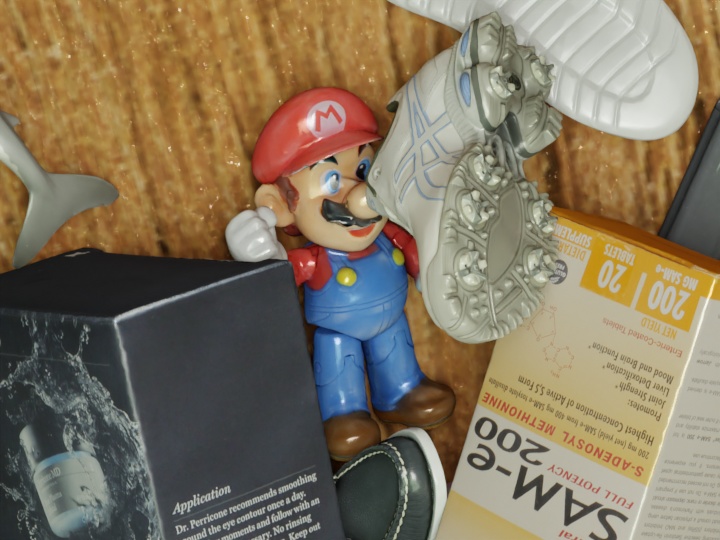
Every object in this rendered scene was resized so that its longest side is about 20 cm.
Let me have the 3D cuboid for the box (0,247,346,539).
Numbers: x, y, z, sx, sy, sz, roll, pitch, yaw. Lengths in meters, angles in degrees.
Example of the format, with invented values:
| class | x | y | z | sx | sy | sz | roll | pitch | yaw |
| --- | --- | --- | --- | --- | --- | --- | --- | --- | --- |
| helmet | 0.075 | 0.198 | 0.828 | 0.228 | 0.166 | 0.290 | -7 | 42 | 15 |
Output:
| class | x | y | z | sx | sy | sz | roll | pitch | yaw |
| --- | --- | --- | --- | --- | --- | --- | --- | --- | --- |
| box | -0.118 | 0.099 | 1.417 | 0.117 | 0.196 | 0.201 | -18 | 103 | -37 |

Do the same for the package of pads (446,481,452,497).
| class | x | y | z | sx | sy | sz | roll | pitch | yaw |
| --- | --- | --- | --- | --- | --- | --- | --- | --- | --- |
| package of pads | 0.120 | 0.157 | 1.494 | 0.199 | 0.076 | 0.121 | -19 | 102 | 7 |

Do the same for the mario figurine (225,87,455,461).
| class | x | y | z | sx | sy | sz | roll | pitch | yaw |
| --- | --- | --- | --- | --- | --- | --- | --- | --- | --- |
| mario figurine | 0.000 | 0.000 | 1.442 | 0.106 | 0.123 | 0.201 | -6 | 109 | 22 |

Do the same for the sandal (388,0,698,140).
| class | x | y | z | sx | sy | sz | roll | pitch | yaw |
| --- | --- | --- | --- | --- | --- | --- | --- | --- | --- |
| sandal | 0.092 | -0.140 | 1.440 | 0.202 | 0.050 | 0.083 | 33 | 89 | 8 |

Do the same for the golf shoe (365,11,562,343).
| class | x | y | z | sx | sy | sz | roll | pitch | yaw |
| --- | --- | --- | --- | --- | --- | --- | --- | --- | --- |
| golf shoe | 0.045 | -0.033 | 1.355 | 0.097 | 0.200 | 0.078 | -26 | 126 | 32 |

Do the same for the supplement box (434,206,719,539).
| class | x | y | z | sx | sy | sz | roll | pitch | yaw |
| --- | --- | --- | --- | --- | --- | --- | --- | --- | --- |
| supplement box | 0.124 | 0.082 | 1.357 | 0.073 | 0.126 | 0.201 | 9 | 100 | -45 |

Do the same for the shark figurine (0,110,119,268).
| class | x | y | z | sx | sy | sz | roll | pitch | yaw |
| --- | --- | --- | --- | --- | --- | --- | --- | --- | --- |
| shark figurine | -0.230 | -0.100 | 1.454 | 0.214 | 0.090 | 0.128 | 22 | 138 | 6 |

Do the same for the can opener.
| class | x | y | z | sx | sy | sz | roll | pitch | yaw |
| --- | --- | --- | --- | --- | --- | --- | --- | --- | --- |
| can opener | 0.213 | -0.068 | 1.445 | 0.066 | 0.053 | 0.201 | 26 | 104 | -4 |

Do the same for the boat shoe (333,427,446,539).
| class | x | y | z | sx | sy | sz | roll | pitch | yaw |
| --- | --- | --- | --- | --- | --- | --- | --- | --- | --- |
| boat shoe | -0.013 | 0.151 | 1.453 | 0.060 | 0.076 | 0.200 | -5 | 146 | -27 |
